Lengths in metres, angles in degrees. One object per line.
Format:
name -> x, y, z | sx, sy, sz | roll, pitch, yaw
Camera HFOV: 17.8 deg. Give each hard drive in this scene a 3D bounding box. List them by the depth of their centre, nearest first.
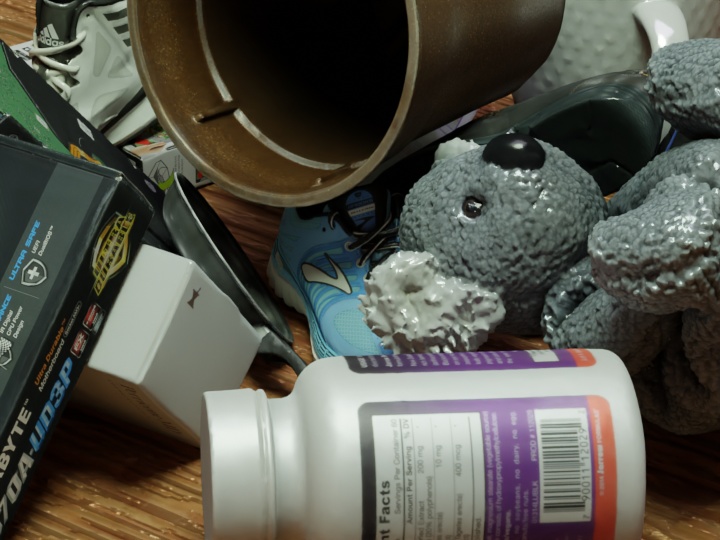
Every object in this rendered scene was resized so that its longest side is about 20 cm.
hard drive -> -0.169, -0.058, 1.296 | 0.038, 0.200, 0.140 | -41, 32, 7

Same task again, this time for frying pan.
frying pan -> -0.055, 0.027, 1.271 | 0.031, 0.115, 0.191 | -34, 76, 4

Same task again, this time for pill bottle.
pill bottle -> 0.026, 0.095, 1.082 | 0.198, 0.112, 0.112 | -1, 28, -7

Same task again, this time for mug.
mug -> 0.170, -0.138, 1.464 | 0.146, 0.177, 0.200 | -4, 29, -12

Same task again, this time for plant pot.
plant pot -> 0.007, -0.154, 1.305 | 0.199, 0.202, 0.198 | 21, 25, 32

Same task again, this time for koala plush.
koala plush -> 0.108, -0.009, 1.186 | 0.198, 0.185, 0.178 | 5, 44, 18

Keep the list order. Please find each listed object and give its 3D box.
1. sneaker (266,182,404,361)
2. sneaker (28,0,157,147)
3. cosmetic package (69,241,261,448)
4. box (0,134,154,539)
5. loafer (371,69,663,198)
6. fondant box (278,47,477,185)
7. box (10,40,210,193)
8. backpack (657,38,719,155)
sneaker -> 0.000, 0.000, 1.281 | 0.078, 0.091, 0.200 | -11, 31, -24
sneaker -> -0.198, -0.104, 1.395 | 0.075, 0.116, 0.201 | 17, 50, 32
cosmetic package -> -0.164, 0.019, 1.205 | 0.199, 0.101, 0.072 | 17, 72, 26
box -> -0.212, 0.028, 1.134 | 0.158, 0.046, 0.201 | 18, 75, 25
loafer -> 0.091, -0.061, 1.313 | 0.199, 0.073, 0.072 | -16, 19, 34
fondant box -> 0.007, -0.136, 1.471 | 0.144, 0.058, 0.200 | 39, 41, -7
box -> -0.163, -0.107, 1.529 | 0.110, 0.035, 0.199 | -21, 36, -37
backpack -> 0.259, -0.059, 1.263 | 0.182, 0.201, 0.134 | 33, 37, 15
